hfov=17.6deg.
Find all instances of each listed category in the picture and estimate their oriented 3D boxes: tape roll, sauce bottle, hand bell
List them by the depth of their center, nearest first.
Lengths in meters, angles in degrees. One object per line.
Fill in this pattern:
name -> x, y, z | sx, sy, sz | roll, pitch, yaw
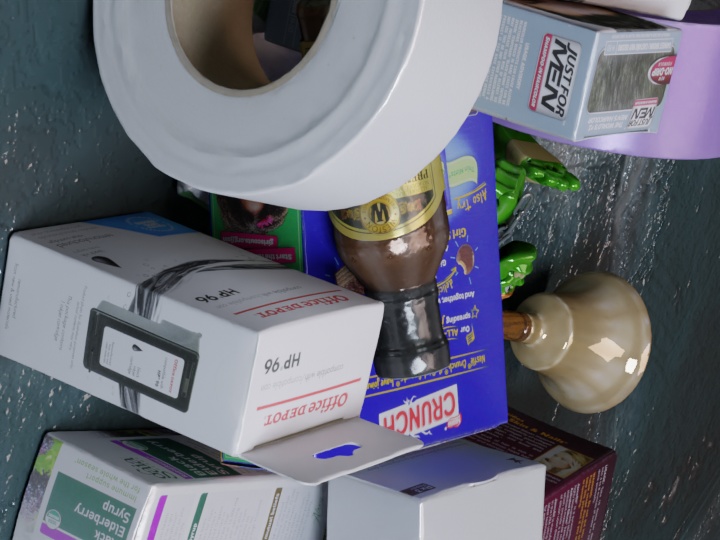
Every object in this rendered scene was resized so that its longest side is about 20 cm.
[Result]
tape roll -> -0.032, -0.132, 1.119 | 0.071, 0.202, 0.203 | 9, 101, -54
sauce bottle -> 0.013, -0.045, 1.193 | 0.065, 0.065, 0.201 | -24, 106, -52
tape roll -> 0.151, -0.139, 1.434 | 0.200, 0.199, 0.085 | -19, 125, -54
hand bell -> 0.104, 0.039, 1.615 | 0.200, 0.104, 0.105 | 12, 98, -48

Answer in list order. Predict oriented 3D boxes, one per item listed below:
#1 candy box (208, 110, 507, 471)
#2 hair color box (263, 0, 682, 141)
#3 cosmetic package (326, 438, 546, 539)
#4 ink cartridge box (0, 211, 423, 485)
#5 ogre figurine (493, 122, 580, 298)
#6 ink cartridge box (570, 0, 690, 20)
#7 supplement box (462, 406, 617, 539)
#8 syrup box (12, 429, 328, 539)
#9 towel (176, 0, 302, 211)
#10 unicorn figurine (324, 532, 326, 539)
candy box -> 0.000, 0.000, 1.287 | 0.169, 0.077, 0.201 | -10, 99, -48
hair color box -> 0.059, -0.126, 1.242 | 0.099, 0.199, 0.061 | -11, 117, -56
cosmetic package -> 0.042, 0.208, 1.357 | 0.113, 0.081, 0.201 | -8, 103, -45
ink cartridge box -> -0.070, 0.035, 1.167 | 0.116, 0.199, 0.068 | -13, 120, -57
ogre figurine -> 0.075, -0.046, 1.457 | 0.098, 0.200, 0.120 | 22, 116, -22
ink cartridge box -> 0.072, -0.203, 1.240 | 0.199, 0.146, 0.085 | 3, 111, -38
supplement box -> 0.079, 0.172, 1.604 | 0.200, 0.110, 0.086 | -24, 129, -52
syrup box -> -0.101, 0.139, 1.307 | 0.200, 0.079, 0.082 | 8, 102, -60
towel -> -0.031, -0.115, 1.321 | 0.152, 0.023, 0.201 | 34, 79, -60
unicorn figurine -> 0.010, 0.118, 1.458 | 0.074, 0.137, 0.201 | -31, 120, -36
